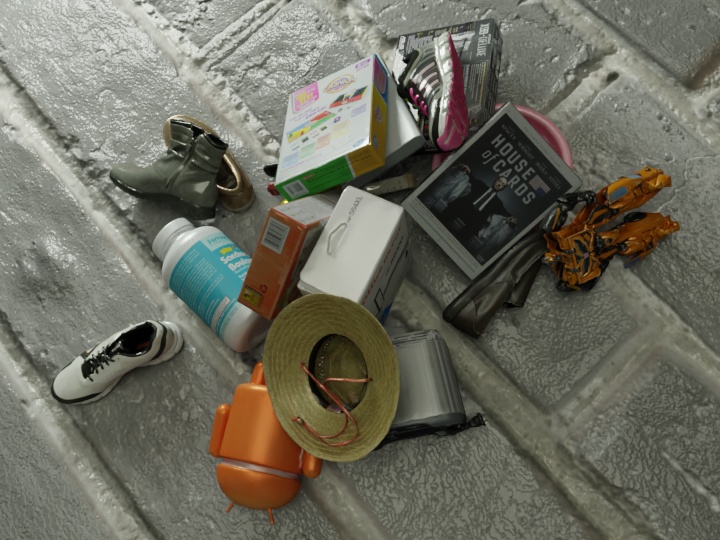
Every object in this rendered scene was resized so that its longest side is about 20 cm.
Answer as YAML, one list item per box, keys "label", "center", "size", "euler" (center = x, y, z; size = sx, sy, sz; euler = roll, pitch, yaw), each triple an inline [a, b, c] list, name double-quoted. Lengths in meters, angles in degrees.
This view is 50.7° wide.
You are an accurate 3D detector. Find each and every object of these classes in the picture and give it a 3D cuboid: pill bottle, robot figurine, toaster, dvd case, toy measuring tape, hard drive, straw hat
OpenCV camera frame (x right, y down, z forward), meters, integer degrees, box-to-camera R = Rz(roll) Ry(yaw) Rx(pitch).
- label: "pill bottle"
  center: [-0.203, 0.013, 1.075]
  size: [0.200, 0.111, 0.111]
  euler: [41, 82, 15]
- label: "robot figurine"
  center: [-0.124, 0.224, 1.002]
  size: [0.143, 0.117, 0.201]
  euler: [15, 74, -11]
- label: "toaster"
  center: [0.056, 0.158, 0.999]
  size: [0.199, 0.114, 0.130]
  euler: [-13, 70, 8]
- label: "robot figurine"
  center: [0.331, -0.054, 1.021]
  size: [0.199, 0.058, 0.145]
  euler: [-29, 114, -15]
- label: "dvd case"
  center: [0.176, -0.105, 1.031]
  size: [0.200, 0.025, 0.150]
  euler: [-43, 97, 15]
- label: "toy measuring tape"
  center: [-0.022, -0.119, 1.118]
  size: [0.199, 0.074, 0.074]
  euler: [-16, 72, -4]
- label: "hard drive"
  center: [0.005, -0.217, 1.102]
  size: [0.132, 0.026, 0.200]
  euler: [-32, 50, 15]
- label: "straw hat"
  center: [-0.020, 0.122, 0.925]
  size: [0.200, 0.085, 0.202]
  euler: [4, 98, 28]

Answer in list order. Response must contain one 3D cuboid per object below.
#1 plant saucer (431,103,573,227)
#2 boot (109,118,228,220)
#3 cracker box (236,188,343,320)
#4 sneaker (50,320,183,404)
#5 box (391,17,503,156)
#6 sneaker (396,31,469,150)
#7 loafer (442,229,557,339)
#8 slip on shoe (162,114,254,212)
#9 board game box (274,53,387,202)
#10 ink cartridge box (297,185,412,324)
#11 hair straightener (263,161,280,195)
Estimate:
- label: "plant saucer"
  center: [0.204, -0.142, 1.105]
  size: [0.199, 0.051, 0.202]
  euler: [-2, 73, 6]
- label: "boot"
  center: [-0.280, -0.164, 1.123]
  size: [0.199, 0.068, 0.131]
  euler: [21, 110, 23]
- label: "cracker box"
  center: [-0.073, -0.027, 1.006]
  size: [0.058, 0.200, 0.134]
  euler: [29, 111, 15]
- label: "sneaker"
  center: [-0.356, 0.123, 1.078]
  size: [0.199, 0.080, 0.074]
  euler: [-30, 74, -1]
- label: "box"
  center: [0.120, -0.267, 1.113]
  size: [0.157, 0.050, 0.201]
  euler: [-3, 63, 26]
- label: "sneaker"
  center: [0.094, -0.236, 1.036]
  size: [0.087, 0.074, 0.201]
  euler: [-14, 56, 21]
- label: "loafer"
  center: [0.205, 0.020, 1.052]
  size: [0.200, 0.073, 0.071]
  euler: [-41, 85, -3]
- label: "slip on shoe"
  center: [-0.238, -0.173, 1.161]
  size: [0.076, 0.061, 0.200]
  euler: [-37, 73, -5]
- label: "board game box"
  center: [-0.037, -0.200, 1.055]
  size: [0.152, 0.040, 0.201]
  euler: [-19, 45, 25]
- label: "ink cartridge box"
  center: [0.000, 0.000, 1.008]
  size: [0.084, 0.200, 0.146]
  euler: [23, 78, 13]
- label: "hair straightener"
  center: [-0.054, -0.180, 1.147]
  size: [0.199, 0.041, 0.077]
  euler: [-20, 65, 8]
